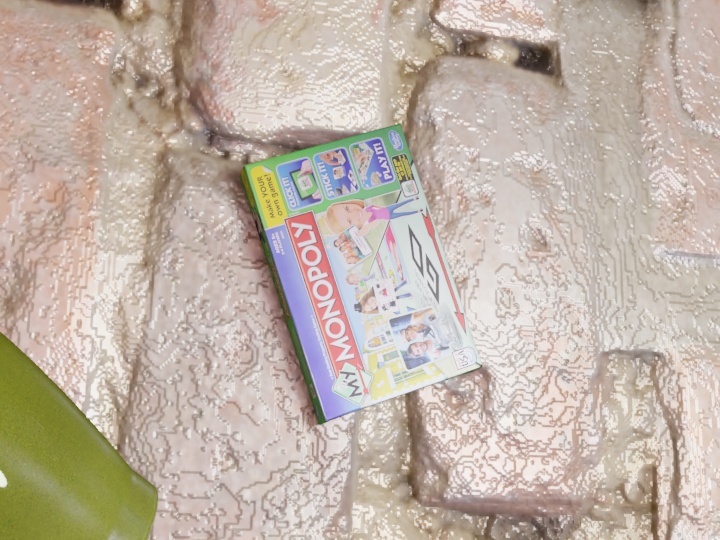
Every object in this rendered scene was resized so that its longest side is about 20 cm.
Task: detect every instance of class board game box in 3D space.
[{"bbox_3d":[0.000,0.000,0.840,0.133,0.029,0.203,-16,82,-18],"label":"board game box"}]

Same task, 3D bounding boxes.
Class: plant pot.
[{"bbox_3d":[-0.237,0.143,0.676,0.192,0.200,0.202,37,71,-16],"label":"plant pot"}]
